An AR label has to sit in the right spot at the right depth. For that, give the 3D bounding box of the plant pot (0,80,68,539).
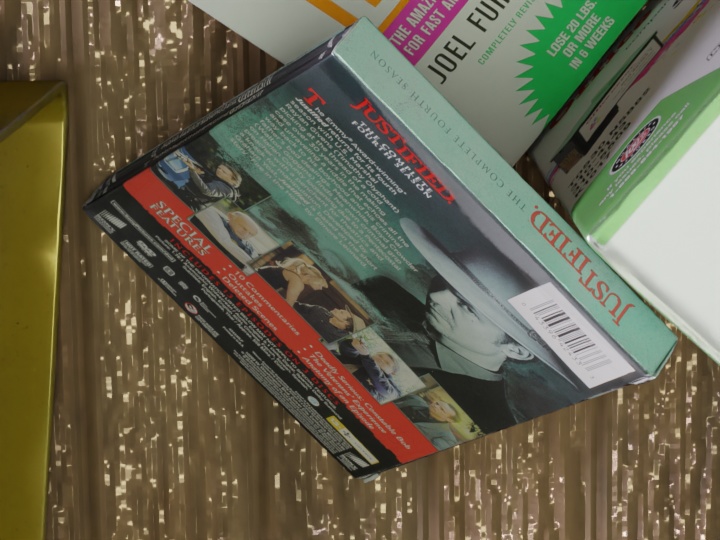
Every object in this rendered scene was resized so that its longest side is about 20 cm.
[{"bbox_3d":[-0.207,0.042,0.993,0.176,0.200,0.201,6,103,5],"label":"plant pot"}]

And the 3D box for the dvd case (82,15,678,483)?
[{"bbox_3d":[0.000,0.000,0.997,0.146,0.200,0.022,45,62,-11],"label":"dvd case"}]

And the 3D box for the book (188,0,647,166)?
[{"bbox_3d":[0.010,-0.125,0.996,0.200,0.048,0.134,30,104,-36],"label":"book"}]

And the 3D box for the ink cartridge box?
[{"bbox_3d":[0.136,-0.053,0.974,0.084,0.200,0.145,40,96,-8],"label":"ink cartridge box"}]
